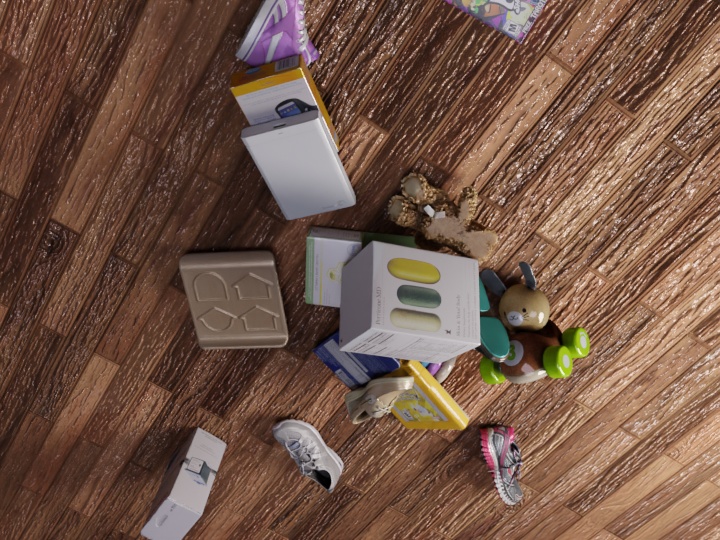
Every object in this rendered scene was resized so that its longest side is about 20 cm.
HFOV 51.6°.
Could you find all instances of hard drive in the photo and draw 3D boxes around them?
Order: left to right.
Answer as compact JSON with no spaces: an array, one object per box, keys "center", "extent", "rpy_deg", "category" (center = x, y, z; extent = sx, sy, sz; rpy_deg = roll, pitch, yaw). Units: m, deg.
[{"center":[-0.098,-0.169,1.236],"extent":[0.130,0.027,0.201],"rpy_deg":[-11,140,12],"category":"hard drive"}]

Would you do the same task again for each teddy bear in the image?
[{"center":[0.143,-0.090,1.288],"extent":[0.197,0.067,0.147],"rpy_deg":[16,113,3],"category":"teddy bear"}]

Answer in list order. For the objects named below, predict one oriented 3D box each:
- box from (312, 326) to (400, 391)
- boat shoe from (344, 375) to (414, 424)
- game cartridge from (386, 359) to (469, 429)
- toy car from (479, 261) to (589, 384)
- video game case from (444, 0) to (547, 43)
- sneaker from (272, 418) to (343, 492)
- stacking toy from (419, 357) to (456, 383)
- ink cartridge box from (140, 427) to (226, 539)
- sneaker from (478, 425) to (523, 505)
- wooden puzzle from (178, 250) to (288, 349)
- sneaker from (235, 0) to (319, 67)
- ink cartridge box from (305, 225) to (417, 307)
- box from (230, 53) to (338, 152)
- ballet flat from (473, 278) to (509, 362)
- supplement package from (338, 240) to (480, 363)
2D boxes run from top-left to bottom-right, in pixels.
[{"center":[-0.004,0.156,1.402],"extent":[0.121,0.032,0.200],"rpy_deg":[46,146,-4],"category":"box"},{"center":[0.037,0.243,1.401],"extent":[0.071,0.066,0.199],"rpy_deg":[5,156,-34],"category":"boat shoe"},{"center":[0.093,0.239,1.462],"extent":[0.200,0.033,0.175],"rpy_deg":[47,146,-21],"category":"game cartridge"},{"center":[0.289,0.086,1.337],"extent":[0.163,0.157,0.202],"rpy_deg":[-14,100,42],"category":"toy car"},{"center":[0.205,-0.457,1.059],"extent":[0.180,0.036,0.201],"rpy_deg":[26,121,-9],"category":"video game case"},{"center":[-0.110,0.396,1.599],"extent":[0.074,0.082,0.200],"rpy_deg":[-37,112,25],"category":"sneaker"},{"center":[0.083,0.134,1.421],"extent":[0.199,0.086,0.086],"rpy_deg":[31,120,-9],"category":"stacking toy"},{"center":[-0.378,0.465,1.599],"extent":[0.085,0.201,0.147],"rpy_deg":[31,121,-14],"category":"ink cartridge box"},{"center":[0.310,0.415,1.572],"extent":[0.074,0.081,0.202],"rpy_deg":[-16,119,13],"category":"sneaker"},{"center":[-0.237,0.053,1.422],"extent":[0.182,0.046,0.202],"rpy_deg":[-2,117,7],"category":"wooden puzzle"},{"center":[-0.097,-0.380,1.123],"extent":[0.113,0.073,0.201],"rpy_deg":[27,130,-17],"category":"sneaker"},{"center":[0.000,0.000,1.362],"extent":[0.197,0.048,0.147],"rpy_deg":[7,122,4],"category":"ink cartridge box"},{"center":[-0.114,-0.243,1.197],"extent":[0.117,0.042,0.201],"rpy_deg":[-12,142,13],"category":"box"},{"center":[0.211,0.092,1.319],"extent":[0.067,0.202,0.069],"rpy_deg":[5,137,-20],"category":"ballet flat"},{"center":[0.081,0.059,1.269],"extent":[0.197,0.154,0.151],"rpy_deg":[9,158,-20],"category":"supplement package"}]
